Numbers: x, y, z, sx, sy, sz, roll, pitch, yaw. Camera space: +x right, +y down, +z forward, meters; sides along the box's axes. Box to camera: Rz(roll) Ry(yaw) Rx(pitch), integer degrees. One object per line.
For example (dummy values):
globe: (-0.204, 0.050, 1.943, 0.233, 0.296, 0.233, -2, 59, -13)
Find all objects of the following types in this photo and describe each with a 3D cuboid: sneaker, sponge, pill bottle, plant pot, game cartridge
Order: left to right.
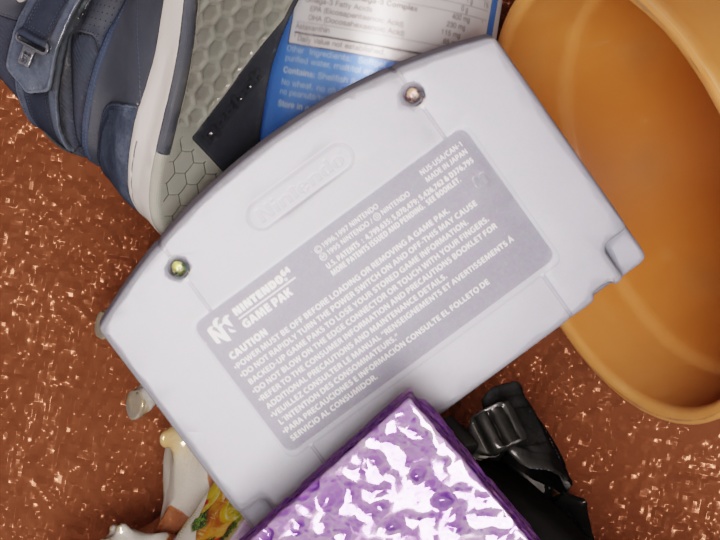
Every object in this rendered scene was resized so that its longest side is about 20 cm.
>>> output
sneaker: (-0.090, -0.135, 0.760, 0.077, 0.146, 0.203, 1, 117, -46)
game cartridge: (0.000, 0.000, 0.732, 0.200, 0.041, 0.133, -36, 102, 1)
pill bottle: (0.009, -0.128, 0.793, 0.112, 0.112, 0.201, 9, 94, -4)
sponge: (0.042, 0.156, 0.676, 0.111, 0.030, 0.200, -40, 90, 7)
plant pot: (0.167, -0.050, 0.776, 0.140, 0.200, 0.201, -18, 97, -22)

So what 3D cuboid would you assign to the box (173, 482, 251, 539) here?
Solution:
box: (-0.026, 0.084, 0.792, 0.041, 0.039, 0.200, 50, 65, -31)

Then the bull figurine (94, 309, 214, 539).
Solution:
bull figurine: (-0.070, 0.104, 0.825, 0.121, 0.065, 0.201, 9, 87, -39)

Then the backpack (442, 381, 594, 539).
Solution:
backpack: (0.064, 0.158, 0.785, 0.154, 0.191, 0.200, -39, 91, 7)
